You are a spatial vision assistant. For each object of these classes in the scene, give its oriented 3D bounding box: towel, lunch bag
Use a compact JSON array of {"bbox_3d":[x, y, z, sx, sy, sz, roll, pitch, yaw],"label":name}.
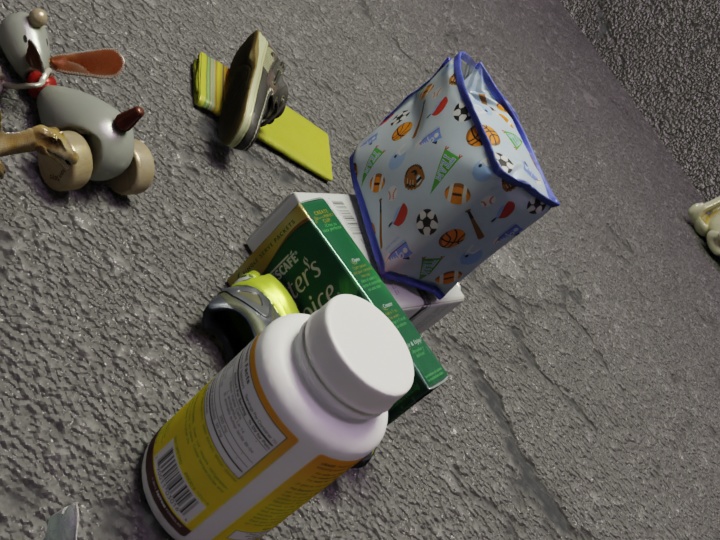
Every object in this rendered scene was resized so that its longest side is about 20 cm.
[{"bbox_3d":[-0.113,-0.177,1.115,0.199,0.018,0.087,29,40,-34],"label":"towel"},{"bbox_3d":[0.084,-0.103,0.958,0.123,0.170,0.201,23,36,-43],"label":"lunch bag"}]

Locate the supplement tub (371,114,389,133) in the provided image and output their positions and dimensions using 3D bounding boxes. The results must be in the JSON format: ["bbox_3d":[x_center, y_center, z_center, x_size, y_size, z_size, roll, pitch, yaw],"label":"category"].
[{"bbox_3d":[0.111,-0.133,1.236,0.199,0.145,0.146,3,51,-53],"label":"supplement tub"}]

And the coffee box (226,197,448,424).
[{"bbox_3d":[-0.025,0.050,0.851,0.201,0.123,0.044,56,32,10],"label":"coffee box"}]

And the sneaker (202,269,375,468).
[{"bbox_3d":[-0.065,0.092,0.809,0.200,0.074,0.081,47,34,14],"label":"sneaker"}]

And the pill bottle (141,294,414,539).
[{"bbox_3d":[-0.057,0.106,0.653,0.109,0.200,0.110,34,31,-24],"label":"pill bottle"}]

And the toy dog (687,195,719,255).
[{"bbox_3d":[0.899,-0.067,2.296,0.195,0.138,0.201,72,-2,-53],"label":"toy dog"}]

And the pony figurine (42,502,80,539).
[{"bbox_3d":[-0.159,0.229,0.442,0.200,0.165,0.195,40,33,-48],"label":"pony figurine"}]

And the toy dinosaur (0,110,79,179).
[{"bbox_3d":[-0.297,-0.086,0.655,0.199,0.101,0.059,-4,57,-56],"label":"toy dinosaur"}]

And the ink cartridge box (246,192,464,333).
[{"bbox_3d":[0.000,0.000,0.983,0.199,0.083,0.146,-4,57,-56],"label":"ink cartridge box"}]

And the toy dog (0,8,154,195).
[{"bbox_3d":[-0.246,-0.156,0.817,0.200,0.096,0.132,47,28,-3],"label":"toy dog"}]

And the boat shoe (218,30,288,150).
[{"bbox_3d":[-0.111,-0.196,1.053,0.066,0.072,0.202,30,34,-24],"label":"boat shoe"}]
